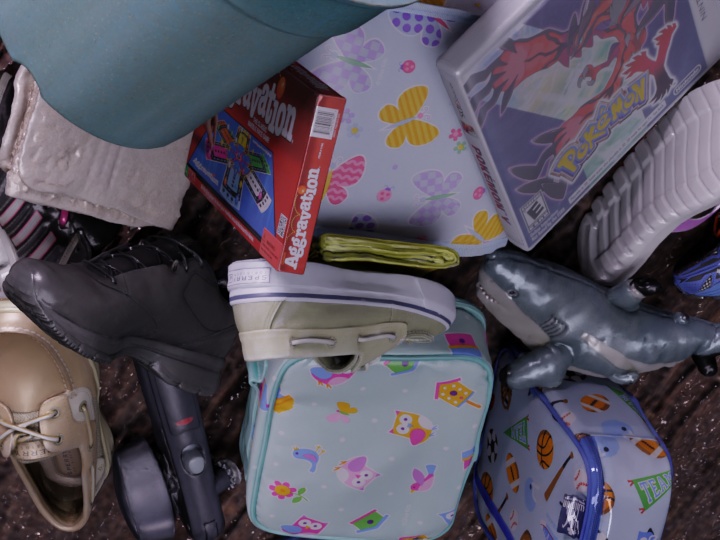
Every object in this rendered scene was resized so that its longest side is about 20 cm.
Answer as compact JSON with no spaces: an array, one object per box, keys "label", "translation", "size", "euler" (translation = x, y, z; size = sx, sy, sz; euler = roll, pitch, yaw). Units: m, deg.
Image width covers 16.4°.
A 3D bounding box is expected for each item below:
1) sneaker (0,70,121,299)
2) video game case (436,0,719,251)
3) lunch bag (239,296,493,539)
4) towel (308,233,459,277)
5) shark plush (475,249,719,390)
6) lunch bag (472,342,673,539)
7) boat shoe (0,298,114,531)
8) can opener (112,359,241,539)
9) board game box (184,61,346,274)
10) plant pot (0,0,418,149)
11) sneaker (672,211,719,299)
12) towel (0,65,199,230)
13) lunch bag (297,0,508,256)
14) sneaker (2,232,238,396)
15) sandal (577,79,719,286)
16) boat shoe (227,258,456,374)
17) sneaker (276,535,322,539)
[{"label":"sneaker","translation":[-0.196,-0.044,1.577],"size":[0.087,0.074,0.200],"euler":[-1,126,16]},{"label":"video game case","translation":[0.142,-0.132,1.519],"size":[0.200,0.023,0.182],"euler":[-44,143,-14]},{"label":"lunch bag","translation":[-0.002,0.094,1.663],"size":[0.160,0.077,0.200],"euler":[5,133,-8]},{"label":"towel","translation":[0.000,0.000,1.577],"size":[0.086,0.200,0.018],"euler":[7,83,-10]},{"label":"shark plush","translation":[0.170,0.037,1.617],"size":[0.200,0.091,0.083],"euler":[18,134,4]},{"label":"lunch bag","translation":[0.136,0.151,1.661],"size":[0.076,0.200,0.160],"euler":[3,118,-18]},{"label":"boat shoe","translation":[-0.206,0.095,1.633],"size":[0.072,0.065,0.200],"euler":[0,140,9]},{"label":"can opener","translation":[-0.128,0.096,1.676],"size":[0.079,0.063,0.200],"euler":[-21,120,-27]},{"label":"board game box","translation":[-0.059,-0.076,1.454],"size":[0.019,0.200,0.103],"euler":[10,104,-22]},{"label":"plant pot","translation":[-0.088,-0.176,1.365],"size":[0.200,0.200,0.196],"euler":[36,129,-23]},{"label":"sneaker","translation":[0.268,-0.066,1.638],"size":[0.078,0.075,0.200],"euler":[36,101,-14]},{"label":"towel","translation":[-0.138,-0.126,1.525],"size":[0.133,0.034,0.200],"euler":[15,100,-41]},{"label":"lunch bag","translation":[0.027,-0.106,1.547],"size":[0.200,0.127,0.170],"euler":[8,116,-21]},{"label":"sneaker","translation":[-0.142,0.013,1.551],"size":[0.200,0.076,0.091],"euler":[21,102,-56]},{"label":"sandal","translation":[0.211,-0.059,1.611],"size":[0.050,0.082,0.203],"euler":[12,146,-31]},{"label":"boat shoe","translation":[-0.013,0.032,1.513],"size":[0.200,0.072,0.062],"euler":[8,82,-52]},{"label":"sneaker","translation":[0.029,0.238,1.762],"size":[0.200,0.088,0.075],"euler":[19,117,-15]}]
